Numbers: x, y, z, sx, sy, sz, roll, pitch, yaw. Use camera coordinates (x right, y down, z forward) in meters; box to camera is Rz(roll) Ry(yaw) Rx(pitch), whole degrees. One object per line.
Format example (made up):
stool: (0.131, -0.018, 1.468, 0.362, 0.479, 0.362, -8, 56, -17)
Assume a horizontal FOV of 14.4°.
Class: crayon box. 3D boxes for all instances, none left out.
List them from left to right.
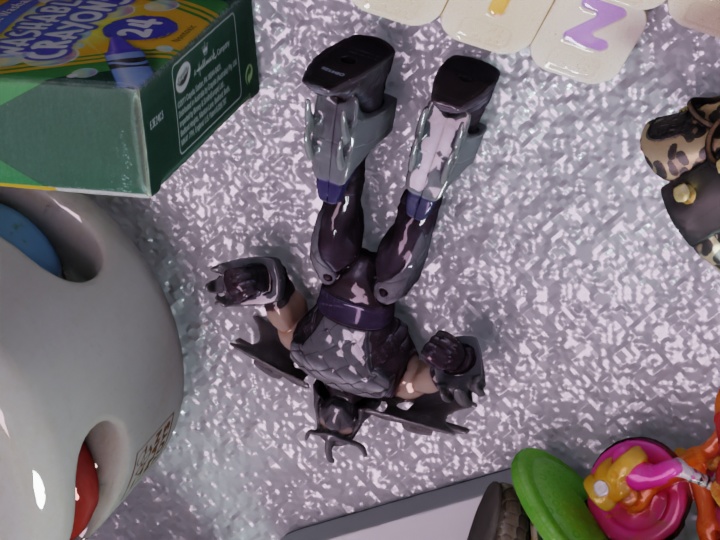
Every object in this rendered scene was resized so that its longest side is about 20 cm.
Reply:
crayon box: (-0.158, -0.082, 1.198, 0.199, 0.126, 0.052, 4, 115, 19)

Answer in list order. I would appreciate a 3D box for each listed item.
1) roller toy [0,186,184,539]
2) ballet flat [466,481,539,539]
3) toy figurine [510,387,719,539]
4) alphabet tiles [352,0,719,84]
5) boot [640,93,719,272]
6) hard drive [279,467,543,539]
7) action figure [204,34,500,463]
roller toy: (-0.176, 0.049, 1.259, 0.182, 0.140, 0.201, -12, 112, 36)
ballet flat: (0.060, 0.192, 1.220, 0.046, 0.067, 0.201, 6, 83, -4)
toy figurine: (0.188, 0.099, 1.176, 0.184, 0.150, 0.200, -42, 70, 18)
alphabet tiles: (0.080, -0.152, 1.089, 0.199, 0.015, 0.196, 17, 135, -12)
boot: (0.172, -0.077, 1.094, 0.150, 0.073, 0.200, -29, 123, 32)
hard drive: (0.058, 0.195, 1.306, 0.131, 0.027, 0.201, -18, 107, 27)
action figure: (0.000, 0.000, 1.213, 0.129, 0.069, 0.201, 15, 122, 8)
